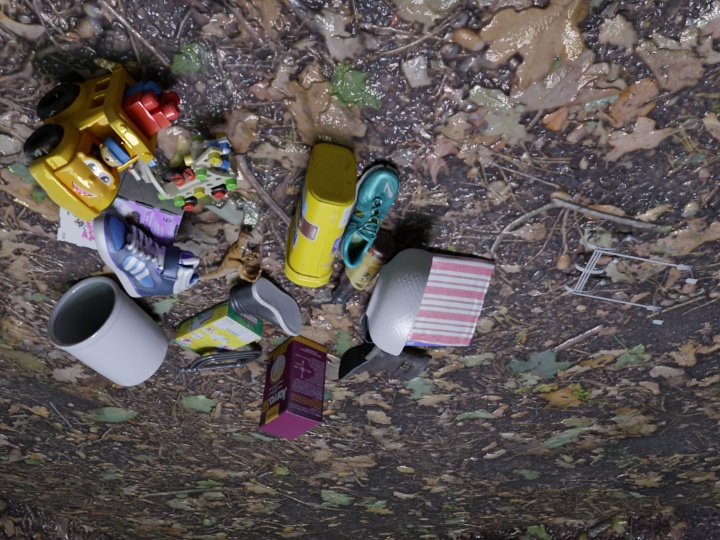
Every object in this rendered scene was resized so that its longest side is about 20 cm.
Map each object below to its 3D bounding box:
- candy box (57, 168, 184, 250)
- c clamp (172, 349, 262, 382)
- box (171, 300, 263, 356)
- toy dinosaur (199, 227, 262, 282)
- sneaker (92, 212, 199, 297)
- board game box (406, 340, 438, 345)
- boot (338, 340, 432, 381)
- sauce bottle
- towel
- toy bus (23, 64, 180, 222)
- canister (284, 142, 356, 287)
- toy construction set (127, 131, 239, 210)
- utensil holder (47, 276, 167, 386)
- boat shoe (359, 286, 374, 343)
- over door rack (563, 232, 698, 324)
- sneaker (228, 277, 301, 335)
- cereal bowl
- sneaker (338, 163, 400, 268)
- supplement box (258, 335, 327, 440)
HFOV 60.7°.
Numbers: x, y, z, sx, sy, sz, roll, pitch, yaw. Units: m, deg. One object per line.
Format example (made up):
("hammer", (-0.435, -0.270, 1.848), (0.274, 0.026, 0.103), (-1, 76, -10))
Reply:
("candy box", (-0.426, -0.100, 1.099), (0.198, 0.072, 0.168), (16, 140, -18))
("c clamp", (-0.345, 0.225, 1.502), (0.198, 0.027, 0.171), (-3, 155, -30))
("box", (-0.335, 0.145, 1.429), (0.198, 0.049, 0.117), (-25, 136, 28))
("toy dinosaur", (-0.252, -0.015, 1.225), (0.106, 0.061, 0.200), (40, 123, -12))
("sneaker", (-0.358, -0.033, 1.070), (0.144, 0.081, 0.201), (-9, 139, 0))
("board game box", (0.145, 0.094, 1.285), (0.197, 0.029, 0.136), (1, 117, -12))
("boot", (0.057, 0.238, 1.506), (0.173, 0.070, 0.200), (26, 134, -27))
("sauce bottle", (0.000, 0.000, 1.211), (0.065, 0.067, 0.200), (17, 141, -18))
("towel", (0.177, 0.060, 1.244), (0.144, 0.030, 0.202), (7, 114, -14))
("toy bus", (-0.352, -0.194, 0.882), (0.190, 0.202, 0.136), (-18, 140, 13))
("canister", (-0.067, -0.092, 1.030), (0.085, 0.150, 0.201), (11, 139, -11))
("toy construction set", (-0.282, -0.160, 0.998), (0.197, 0.093, 0.131), (-3, 167, 20))
("utensil holder", (-0.539, 0.136, 1.335), (0.168, 0.172, 0.201), (-10, 143, 16))
("boat shoe", (0.045, 0.091, 1.320), (0.074, 0.067, 0.200), (17, 140, -16))
("over door rack", (0.510, 0.009, 1.174), (0.198, 0.067, 0.149), (20, 144, 12))
("sneaker", (-0.207, 0.081, 1.330), (0.098, 0.071, 0.200), (-6, 145, 27))
("cereal bowl", (0.062, 0.050, 1.128), (0.082, 0.202, 0.201), (19, 141, 0))
("sneaker", (0.017, -0.090, 1.067), (0.077, 0.080, 0.201), (13, 125, -17))
("supplement box", (-0.159, 0.278, 1.462), (0.102, 0.202, 0.131), (26, 136, -28))
